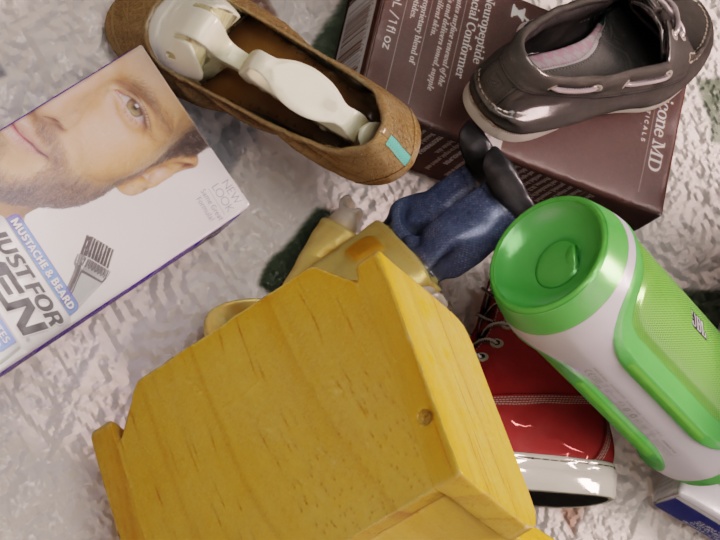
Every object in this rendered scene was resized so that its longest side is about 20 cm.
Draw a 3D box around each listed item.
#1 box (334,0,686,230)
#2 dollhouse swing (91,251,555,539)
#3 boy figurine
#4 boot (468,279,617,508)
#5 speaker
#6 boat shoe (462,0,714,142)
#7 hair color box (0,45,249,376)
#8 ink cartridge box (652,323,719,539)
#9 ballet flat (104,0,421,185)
[{"bbox_3d":[0.084,-0.098,1.416,0.199,0.075,0.101,20,70,-19],"label":"box"},{"bbox_3d":[0.005,0.123,1.280,0.176,0.200,0.182,21,43,-52],"label":"dollhouse swing"},{"bbox_3d":[0.000,0.000,1.341,0.200,0.124,0.065,-32,127,0],"label":"boy figurine"},{"bbox_3d":[0.053,0.055,1.368,0.199,0.072,0.145,6,74,-29],"label":"boot"},{"bbox_3d":[0.151,0.042,1.333,0.200,0.088,0.089,43,61,-42],"label":"speaker"},{"bbox_3d":[0.142,-0.124,1.364,0.200,0.057,0.067,-24,72,-39],"label":"boat shoe"},{"bbox_3d":[-0.172,-0.022,1.298,0.200,0.065,0.110,-35,91,-27],"label":"hair color box"},{"bbox_3d":[0.294,0.100,1.469,0.199,0.041,0.201,32,66,-12],"label":"ink cartridge box"},{"bbox_3d":[-0.058,-0.109,1.320,0.200,0.072,0.068,32,86,14],"label":"ballet flat"}]
